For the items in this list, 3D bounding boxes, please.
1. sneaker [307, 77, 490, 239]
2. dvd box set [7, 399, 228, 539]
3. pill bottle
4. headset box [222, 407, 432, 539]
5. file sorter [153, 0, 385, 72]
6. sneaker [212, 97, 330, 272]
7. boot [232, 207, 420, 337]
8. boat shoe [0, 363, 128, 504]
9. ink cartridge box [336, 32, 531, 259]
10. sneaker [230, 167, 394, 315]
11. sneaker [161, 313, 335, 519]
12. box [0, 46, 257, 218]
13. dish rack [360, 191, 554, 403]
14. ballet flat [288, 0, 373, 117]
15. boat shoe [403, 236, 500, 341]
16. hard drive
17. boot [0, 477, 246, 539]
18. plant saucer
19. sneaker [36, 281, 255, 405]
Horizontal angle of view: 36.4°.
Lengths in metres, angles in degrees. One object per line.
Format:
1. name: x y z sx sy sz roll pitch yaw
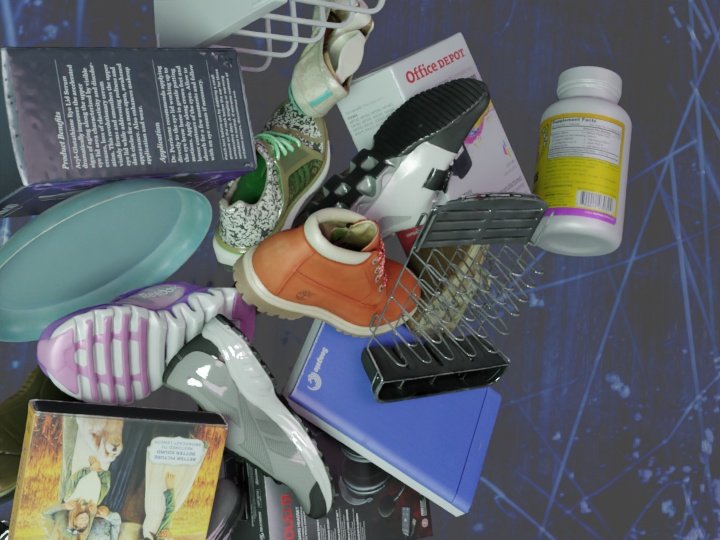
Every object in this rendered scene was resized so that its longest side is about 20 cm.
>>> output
1. sneaker: 0.049 -0.091 1.008 0.200 0.074 0.089 -42 127 3
2. dvd box set: -0.188 0.199 0.815 0.146 0.029 0.201 9 100 -24
3. pill bottle: 0.251 -0.124 1.238 0.104 0.104 0.201 18 72 -32
4. headset box: -0.039 0.185 1.003 0.199 0.077 0.150 -2 84 -37
5. file sorter: -0.084 -0.266 0.964 0.124 0.200 0.139 -1 83 -37
6. sneaker: -0.079 -0.096 0.983 0.089 0.077 0.201 82 20 -52
7. boot: 0.000 0.000 0.943 0.200 0.107 0.075 10 52 -46
8. boat shoe: -0.250 0.119 0.871 0.072 0.066 0.201 45 38 1
9. ink cartridge box: 0.077 -0.122 1.110 0.146 0.083 0.201 -36 104 -47
10. sneaker: -0.037 -0.008 1.037 0.090 0.067 0.200 48 56 -13
11. sneaker: -0.088 0.130 0.890 0.079 0.074 0.200 -36 114 -9
12. box: -0.209 -0.110 0.883 0.199 0.148 0.105 -9 87 -34
13. dish rack: 0.090 0.021 0.952 0.153 0.200 0.055 -5 42 -37
14. ballet flat: -0.015 -0.222 1.055 0.067 0.062 0.201 42 42 -31
15. boat shoe: 0.078 0.016 1.049 0.062 0.200 0.073 4 49 -28
16. hard drive: 0.034 0.117 1.000 0.200 0.025 0.132 35 52 -16
17. boot: -0.197 0.204 0.872 0.200 0.070 0.132 -40 106 -20
18. plant saucer: -0.209 -0.012 0.852 0.200 0.200 0.027 -20 69 -36
19. sneaker: -0.181 0.050 0.883 0.200 0.088 0.081 -11 115 -50
